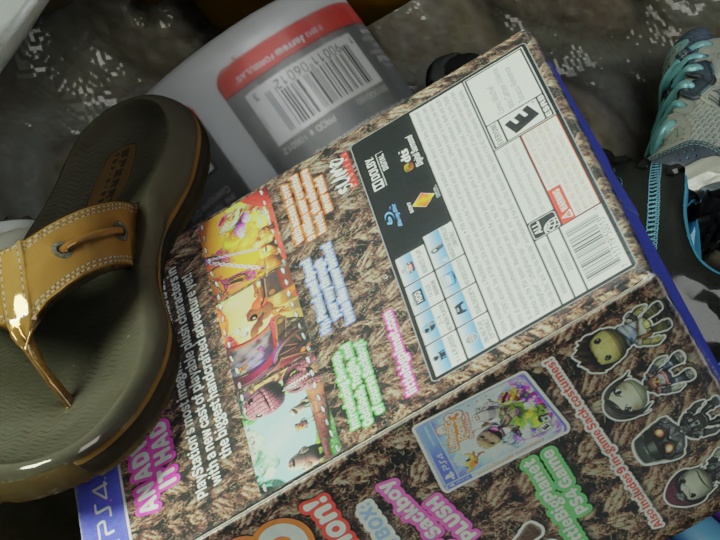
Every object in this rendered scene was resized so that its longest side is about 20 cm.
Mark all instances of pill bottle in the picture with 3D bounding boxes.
[{"bbox_3d":[0.000,0.000,0.952,0.116,0.116,0.201,-32,85,-38],"label":"pill bottle"}]

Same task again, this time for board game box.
[{"bbox_3d":[0.010,0.040,0.802,0.097,0.199,0.160,55,10,-33],"label":"board game box"}]

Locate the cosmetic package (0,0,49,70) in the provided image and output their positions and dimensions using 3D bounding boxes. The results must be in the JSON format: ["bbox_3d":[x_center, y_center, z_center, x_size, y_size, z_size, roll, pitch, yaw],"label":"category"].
[{"bbox_3d":[-0.219,-0.112,0.847,0.199,0.165,0.165,37,54,-9],"label":"cosmetic package"}]

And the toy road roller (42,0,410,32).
[{"bbox_3d":[-0.056,-0.147,0.993,0.200,0.123,0.147,-40,100,-39],"label":"toy road roller"}]

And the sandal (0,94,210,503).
[{"bbox_3d":[-0.097,-0.002,0.808,0.055,0.081,0.201,55,31,-33],"label":"sandal"}]

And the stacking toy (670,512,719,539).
[{"bbox_3d":[0.097,0.145,0.963,0.199,0.085,0.086,-25,80,-33],"label":"stacking toy"}]

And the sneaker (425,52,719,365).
[{"bbox_3d":[0.098,-0.022,1.016,0.082,0.073,0.201,-35,63,3],"label":"sneaker"}]

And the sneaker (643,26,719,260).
[{"bbox_3d":[0.160,-0.062,1.117,0.086,0.078,0.199,49,44,15],"label":"sneaker"}]

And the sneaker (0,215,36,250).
[{"bbox_3d":[-0.152,0.057,0.838,0.093,0.071,0.199,31,49,32],"label":"sneaker"}]
